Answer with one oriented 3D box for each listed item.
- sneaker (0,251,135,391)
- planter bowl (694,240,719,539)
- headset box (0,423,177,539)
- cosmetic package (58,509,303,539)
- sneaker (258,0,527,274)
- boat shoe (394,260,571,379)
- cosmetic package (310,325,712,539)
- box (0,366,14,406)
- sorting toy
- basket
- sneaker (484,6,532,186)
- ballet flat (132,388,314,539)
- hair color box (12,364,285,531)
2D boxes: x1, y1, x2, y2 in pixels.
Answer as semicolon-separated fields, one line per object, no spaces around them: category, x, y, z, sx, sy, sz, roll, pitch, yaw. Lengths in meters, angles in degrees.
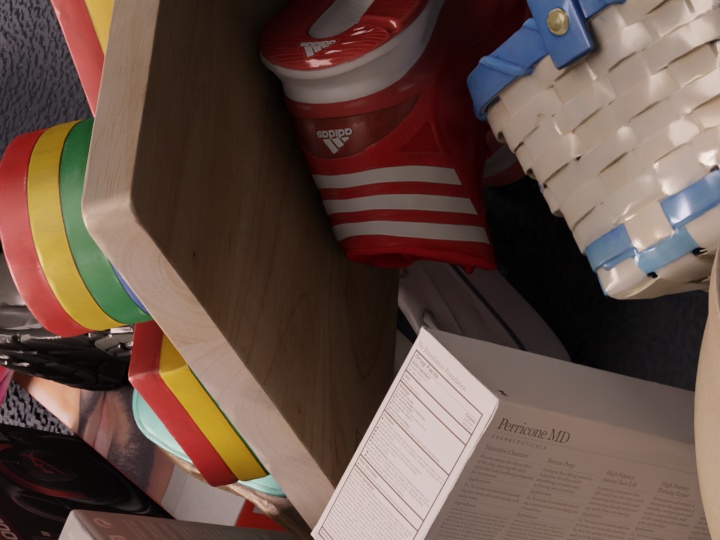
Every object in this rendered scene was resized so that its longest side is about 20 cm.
sneaker;-0.114;0.001;1.083;0.200;0.076;0.091;-7;65;49
planter bowl;0.188;0.071;0.759;0.200;0.199;0.135;56;146;40
headset box;-0.137;0.127;1.067;0.149;0.199;0.075;35;105;45
cosmetic package;-0.033;0.161;0.947;0.090;0.199;0.107;40;113;48
sneaker;0.025;-0.067;0.929;0.078;0.200;0.116;2;117;28
boat shoe;0.000;0.000;1.003;0.200;0.065;0.074;42;140;24
cosmetic package;0.084;0.079;0.841;0.051;0.199;0.083;46;113;44
box;-0.242;0.032;1.234;0.095;0.102;0.200;-67;23;16
sorting toy;-0.055;-0.031;0.875;0.069;0.199;0.201;-12;48;19
basket;0.114;-0.093;0.875;0.139;0.176;0.201;-29;70;42
sneaker;0.048;-0.140;1.024;0.074;0.087;0.201;-8;73;45
ballet flat;0.000;0.081;0.948;0.200;0.072;0.068;27;107;35
hair color box;-0.075;0.040;1.126;0.200;0.064;0.111;32;104;48
